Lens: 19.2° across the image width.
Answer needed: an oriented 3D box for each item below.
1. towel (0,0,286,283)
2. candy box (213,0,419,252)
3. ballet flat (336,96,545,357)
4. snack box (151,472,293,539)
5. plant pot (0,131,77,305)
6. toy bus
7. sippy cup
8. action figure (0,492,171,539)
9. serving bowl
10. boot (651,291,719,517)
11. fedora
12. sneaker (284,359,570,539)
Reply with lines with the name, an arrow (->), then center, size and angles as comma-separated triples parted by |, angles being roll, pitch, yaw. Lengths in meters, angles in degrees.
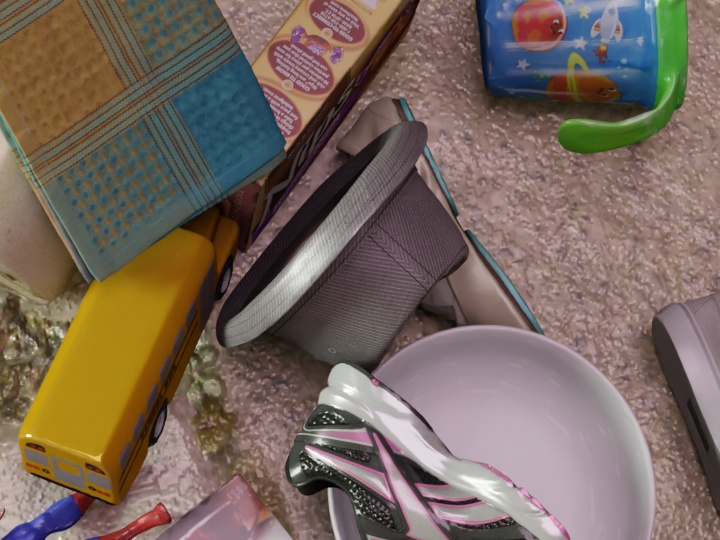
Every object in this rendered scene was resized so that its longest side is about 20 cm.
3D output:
towel -> -0.141, -0.113, 1.208 | 0.146, 0.022, 0.201 | -33, 113, -12
candy box -> -0.034, -0.120, 1.351 | 0.056, 0.117, 0.201 | 33, 68, 4
ballet flat -> 0.046, -0.017, 1.359 | 0.069, 0.070, 0.201 | -25, 72, -16
snack box -> -0.127, 0.209, 1.266 | 0.199, 0.024, 0.072 | -37, 81, -19
plant pot -> -0.201, -0.089, 1.289 | 0.199, 0.201, 0.185 | 28, 79, 3
toy bus -> -0.136, 0.039, 1.277 | 0.064, 0.079, 0.201 | 18, 61, 8
sippy cup -> 0.141, -0.168, 1.395 | 0.129, 0.178, 0.141 | -4, 114, 1
action figure -> -0.209, 0.180, 1.255 | 0.199, 0.052, 0.066 | -34, 83, -16
serving bowl -> 0.077, 0.138, 1.296 | 0.198, 0.066, 0.202 | 1, 74, -3
boot -> 0.261, 0.101, 1.335 | 0.095, 0.074, 0.202 | -17, 72, -7
fedora -> 0.000, 0.000, 1.281 | 0.090, 0.200, 0.177 | 41, 67, -7
sneaker -> 0.041, 0.145, 1.226 | 0.199, 0.080, 0.087 | 36, 81, 18
